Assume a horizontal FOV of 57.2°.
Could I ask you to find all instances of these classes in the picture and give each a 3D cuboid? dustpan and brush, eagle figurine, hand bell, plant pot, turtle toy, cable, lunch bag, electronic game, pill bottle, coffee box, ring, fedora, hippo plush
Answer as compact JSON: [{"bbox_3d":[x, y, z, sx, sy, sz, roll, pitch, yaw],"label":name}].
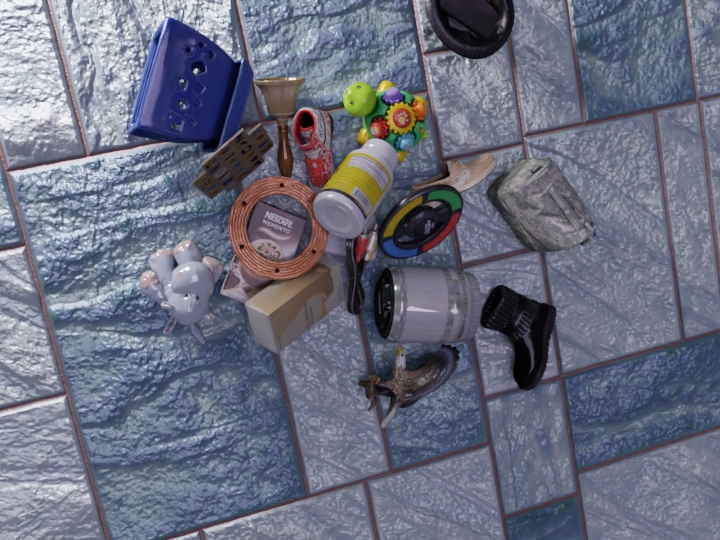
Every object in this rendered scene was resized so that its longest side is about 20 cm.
[{"bbox_3d":[-0.016,-0.132,1.392,0.138,0.057,0.202,9,101,-25],"label":"dustpan and brush"},{"bbox_3d":[0.107,0.231,1.396,0.198,0.152,0.152,-3,116,-13],"label":"eagle figurine"},{"bbox_3d":[-0.158,-0.282,1.333,0.103,0.104,0.202,-5,110,-12],"label":"hand bell"},{"bbox_3d":[-0.312,-0.324,1.224,0.178,0.200,0.202,16,92,-25],"label":"plant pot"},{"bbox_3d":[0.054,-0.317,1.354,0.199,0.101,0.147,23,91,-14],"label":"turtle toy"},{"bbox_3d":[0.000,0.000,1.362,0.050,0.097,0.202,11,100,27],"label":"cable"},{"bbox_3d":[0.397,-0.138,1.415,0.139,0.168,0.200,-40,103,-5],"label":"lunch bag"},{"bbox_3d":[0.126,-0.099,1.370,0.199,0.042,0.201,-21,145,-16],"label":"electronic game"},{"bbox_3d":[-0.002,-0.168,1.305,0.111,0.111,0.201,42,55,-13],"label":"pill bottle"},{"bbox_3d":[-0.197,-0.031,1.343,0.112,0.080,0.202,20,92,-14],"label":"coffee box"},{"bbox_3d":[-0.159,-0.082,1.290,0.198,0.019,0.203,1,87,-17],"label":"ring"},{"bbox_3d":[0.216,-0.532,1.369,0.199,0.092,0.203,-1,97,-12],"label":"fedora"},{"bbox_3d":[-0.353,0.044,1.276,0.158,0.161,0.202,16,93,-14],"label":"hippo plush"}]

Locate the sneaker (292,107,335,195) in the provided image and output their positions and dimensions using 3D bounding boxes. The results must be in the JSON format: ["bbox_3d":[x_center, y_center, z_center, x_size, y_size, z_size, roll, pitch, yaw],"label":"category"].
[{"bbox_3d":[-0.093,-0.223,1.321,0.067,0.108,0.204,-1,93,20],"label":"sneaker"}]

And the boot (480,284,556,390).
[{"bbox_3d":[0.340,0.150,1.479,0.157,0.079,0.213,17,82,-20],"label":"boot"}]

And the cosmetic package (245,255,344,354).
[{"bbox_3d":[-0.126,0.062,1.314,0.200,0.071,0.106,-39,136,-34],"label":"cosmetic package"}]

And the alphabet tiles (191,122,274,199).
[{"bbox_3d":[-0.239,-0.205,1.256,0.166,0.200,0.006,-42,84,-2],"label":"alphabet tiles"}]

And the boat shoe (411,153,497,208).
[{"bbox_3d":[0.199,-0.202,1.413,0.199,0.074,0.070,-33,108,-6],"label":"boat shoe"}]

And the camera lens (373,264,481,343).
[{"bbox_3d":[0.135,0.072,1.386,0.198,0.160,0.162,3,96,-13],"label":"camera lens"}]
